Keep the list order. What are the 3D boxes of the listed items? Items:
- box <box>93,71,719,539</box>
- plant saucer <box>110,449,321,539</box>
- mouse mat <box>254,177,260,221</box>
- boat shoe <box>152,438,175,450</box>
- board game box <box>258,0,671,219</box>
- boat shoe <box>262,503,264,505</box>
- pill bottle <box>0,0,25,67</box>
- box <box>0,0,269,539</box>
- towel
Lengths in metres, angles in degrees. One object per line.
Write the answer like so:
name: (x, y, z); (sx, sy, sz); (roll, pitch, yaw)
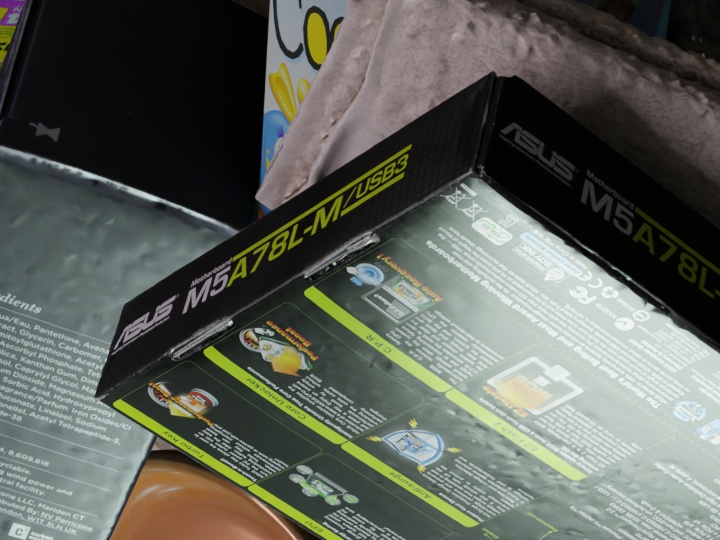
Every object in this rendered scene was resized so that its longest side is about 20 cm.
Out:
box: (0.049, 0.042, 0.750); (0.193, 0.200, 0.048); (-29, 35, 46)
plant saucer: (-0.063, 0.173, 1.037); (0.199, 0.037, 0.201); (12, 111, 35)
mouse mat: (-0.032, 0.018, 1.020); (0.161, 0.008, 0.201); (-33, 74, 36)
boat shoe: (-0.064, 0.069, 1.094); (0.065, 0.072, 0.201); (-41, 68, 45)
board game box: (0.033, -0.054, 0.840); (0.103, 0.105, 0.201); (39, 134, 45)
boat shoe: (0.000, 0.000, 0.965); (0.073, 0.062, 0.201); (-136, 54, -83)
pill bottle: (-0.200, -0.147, 1.183); (0.200, 0.104, 0.105); (-38, 71, 58)
box: (-0.117, -0.004, 0.955); (0.148, 0.104, 0.200); (-85, 18, -50)
towel: (0.074, -0.020, 0.733); (0.133, 0.199, 0.035); (118, 171, -48)
